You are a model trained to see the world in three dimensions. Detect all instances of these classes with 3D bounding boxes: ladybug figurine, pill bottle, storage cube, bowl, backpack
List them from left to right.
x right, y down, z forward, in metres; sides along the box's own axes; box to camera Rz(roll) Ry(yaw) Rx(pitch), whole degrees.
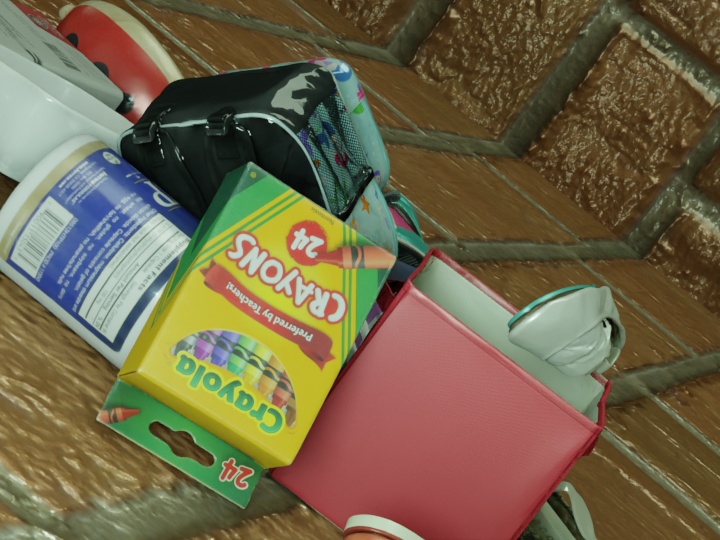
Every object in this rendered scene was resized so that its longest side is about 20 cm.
[{"bbox_3d":[-0.251,-0.112,1.718,0.200,0.075,0.200,37,5,38],"label":"bowl"},{"bbox_3d":[-0.220,-0.155,2.006,0.072,0.136,0.200,-30,79,-42],"label":"ladybug figurine"},{"bbox_3d":[-0.156,0.007,1.581,0.200,0.120,0.120,39,12,8],"label":"pill bottle"},{"bbox_3d":[-0.064,-0.055,1.653,0.151,0.177,0.200,-47,123,-46],"label":"backpack"},{"bbox_3d":[0.061,0.114,1.650,0.200,0.180,0.171,36,12,1],"label":"storage cube"}]

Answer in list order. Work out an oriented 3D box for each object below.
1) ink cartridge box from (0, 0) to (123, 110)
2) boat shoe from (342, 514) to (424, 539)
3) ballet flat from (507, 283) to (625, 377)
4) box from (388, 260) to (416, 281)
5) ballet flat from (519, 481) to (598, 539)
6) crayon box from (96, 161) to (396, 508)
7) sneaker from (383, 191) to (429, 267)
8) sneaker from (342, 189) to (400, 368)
[{"bbox_3d":[-0.323,-0.180,1.889,0.147,0.083,0.200,43,14,33],"label":"ink cartridge box"},{"bbox_3d":[0.061,0.236,1.485,0.200,0.071,0.063,34,55,-23],"label":"boat shoe"},{"bbox_3d":[0.163,0.047,1.633,0.069,0.070,0.200,39,12,12],"label":"ballet flat"},{"bbox_3d":[0.013,0.034,1.959,0.200,0.121,0.032,21,52,-50],"label":"box"},{"bbox_3d":[0.136,0.176,1.768,0.200,0.075,0.068,51,49,-12],"label":"ballet flat"},{"bbox_3d":[-0.075,0.045,1.498,0.127,0.200,0.051,32,-19,-16],"label":"crayon box"},{"bbox_3d":[-0.009,-0.053,2.049,0.200,0.084,0.121,44,9,-14],"label":"sneaker"},{"bbox_3d":[0.000,0.000,1.779,0.200,0.140,0.078,33,8,-18],"label":"sneaker"}]
